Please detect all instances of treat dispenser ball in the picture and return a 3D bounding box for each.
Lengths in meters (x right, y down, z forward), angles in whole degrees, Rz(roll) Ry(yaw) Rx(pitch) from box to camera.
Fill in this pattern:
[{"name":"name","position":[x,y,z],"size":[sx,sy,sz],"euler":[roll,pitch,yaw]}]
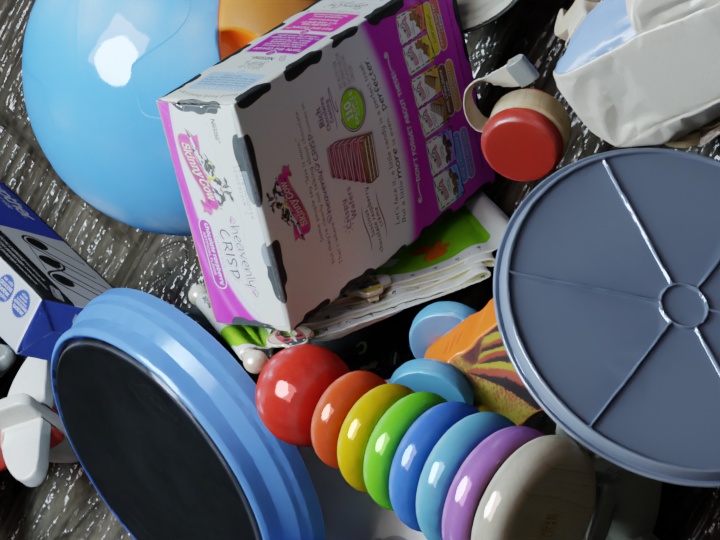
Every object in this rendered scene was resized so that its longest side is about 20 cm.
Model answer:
[{"name":"treat dispenser ball","position":[-0.106,-0.122,1.787],"size":[0.200,0.200,0.202],"euler":[-12,72,42]}]

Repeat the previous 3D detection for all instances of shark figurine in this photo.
[{"name":"shark figurine","position":[0.119,0.129,1.593],"size":[0.089,0.128,0.216],"euler":[37,132,33]}]

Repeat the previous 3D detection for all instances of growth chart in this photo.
[{"name":"growth chart","position":[0.000,0.000,1.664],"size":[0.145,0.199,0.018],"euler":[35,142,60]}]

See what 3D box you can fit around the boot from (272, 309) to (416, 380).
[{"name":"boot","position":[-0.040,0.061,1.772],"size":[0.203,0.073,0.155],"euler":[-30,59,31]}]

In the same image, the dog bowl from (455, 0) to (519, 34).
[{"name":"dog bowl","position":[0.049,-0.241,1.692],"size":[0.199,0.074,0.202],"euler":[17,119,34]}]

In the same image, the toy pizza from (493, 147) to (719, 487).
[{"name":"toy pizza","position":[0.163,0.025,1.516],"size":[0.032,0.199,0.201],"euler":[112,146,-57]}]

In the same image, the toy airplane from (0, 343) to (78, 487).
[{"name":"toy airplane","position":[-0.272,0.128,1.956],"size":[0.200,0.141,0.199],"euler":[-43,56,-18]}]

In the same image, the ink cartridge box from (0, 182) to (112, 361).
[{"name":"ink cartridge box","position":[-0.235,-0.005,1.960],"size":[0.200,0.094,0.044],"euler":[40,108,42]}]

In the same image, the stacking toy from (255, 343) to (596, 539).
[{"name":"stacking toy","position":[0.021,0.092,1.512],"size":[0.199,0.085,0.086],"euler":[25,98,36]}]

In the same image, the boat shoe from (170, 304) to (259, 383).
[{"name":"boat shoe","position":[-0.092,0.052,1.731],"size":[0.075,0.066,0.199],"euler":[64,156,-9]}]

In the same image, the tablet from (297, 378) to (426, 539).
[{"name":"tablet","position":[0.005,0.169,1.684],"size":[0.129,0.014,0.201],"euler":[-15,88,28]}]

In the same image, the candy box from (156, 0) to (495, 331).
[{"name":"candy box","position":[-0.015,-0.071,1.639],"size":[0.061,0.200,0.137],"euler":[5,119,39]}]

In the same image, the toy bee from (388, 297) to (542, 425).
[{"name":"toy bee","position":[0.059,0.071,1.612],"size":[0.199,0.109,0.131],"euler":[-12,36,52]}]

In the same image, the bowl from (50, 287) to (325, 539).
[{"name":"bowl","position":[-0.102,0.105,1.668],"size":[0.200,0.039,0.201],"euler":[37,148,28]}]

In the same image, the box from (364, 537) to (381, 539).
[{"name":"box","position":[-0.013,0.254,1.618],"size":[0.047,0.122,0.202],"euler":[9,94,30]}]

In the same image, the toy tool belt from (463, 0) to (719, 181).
[{"name":"toy tool belt","position":[0.159,-0.131,1.609],"size":[0.199,0.125,0.123],"euler":[-28,25,33]}]
